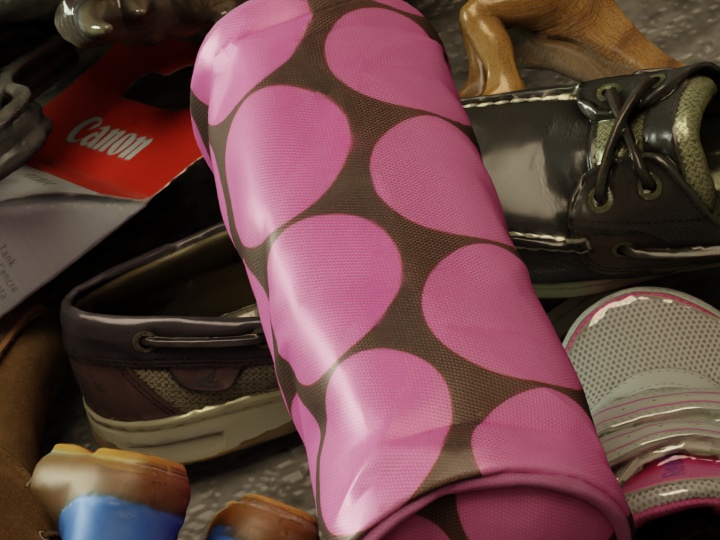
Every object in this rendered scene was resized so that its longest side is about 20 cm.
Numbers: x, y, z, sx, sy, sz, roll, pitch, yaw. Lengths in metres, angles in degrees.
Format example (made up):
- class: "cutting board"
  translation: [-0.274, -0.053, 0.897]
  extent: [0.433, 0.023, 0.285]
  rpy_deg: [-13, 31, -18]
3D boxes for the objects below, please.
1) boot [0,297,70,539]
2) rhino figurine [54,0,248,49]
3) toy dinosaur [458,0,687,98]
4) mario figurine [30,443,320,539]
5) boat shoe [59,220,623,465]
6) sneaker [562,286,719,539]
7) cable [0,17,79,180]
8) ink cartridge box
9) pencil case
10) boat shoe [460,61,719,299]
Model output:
- class: "boot"
  translation: [-0.116, 0.093, 0.915]
  extent: [0.075, 0.074, 0.200]
  rpy_deg: [19, 46, 0]
- class: "rhino figurine"
  translation: [-0.042, -0.107, 1.015]
  extent: [0.087, 0.060, 0.200]
  rpy_deg: [-4, 14, 25]
- class: "toy dinosaur"
  translation: [0.059, -0.082, 0.956]
  extent: [0.200, 0.060, 0.106]
  rpy_deg: [42, 83, 18]
- class: "mario figurine"
  translation: [-0.083, 0.151, 0.800]
  extent: [0.123, 0.106, 0.200]
  rpy_deg: [15, 75, 17]
- class: "boat shoe"
  translation: [0.000, 0.000, 0.937]
  extent: [0.200, 0.065, 0.072]
  rpy_deg: [-21, 40, 2]
- class: "sneaker"
  translation: [0.095, 0.068, 0.812]
  extent: [0.081, 0.088, 0.200]
  rpy_deg: [-20, 43, 4]
- class: "cable"
  translation: [-0.130, -0.065, 0.973]
  extent: [0.097, 0.050, 0.200]
  rpy_deg: [-12, 19, 23]
- class: "ink cartridge box"
  translation: [-0.136, -0.031, 0.999]
  extent: [0.200, 0.050, 0.162]
  rpy_deg: [-42, 24, -14]
- class: "pencil case"
  translation: [0.008, 0.015, 0.800]
  extent: [0.091, 0.094, 0.200]
  rpy_deg: [-18, 49, 3]
- class: "boat shoe"
  translation: [0.097, -0.033, 0.886]
  extent: [0.201, 0.066, 0.072]
  rpy_deg: [3, 65, 2]
